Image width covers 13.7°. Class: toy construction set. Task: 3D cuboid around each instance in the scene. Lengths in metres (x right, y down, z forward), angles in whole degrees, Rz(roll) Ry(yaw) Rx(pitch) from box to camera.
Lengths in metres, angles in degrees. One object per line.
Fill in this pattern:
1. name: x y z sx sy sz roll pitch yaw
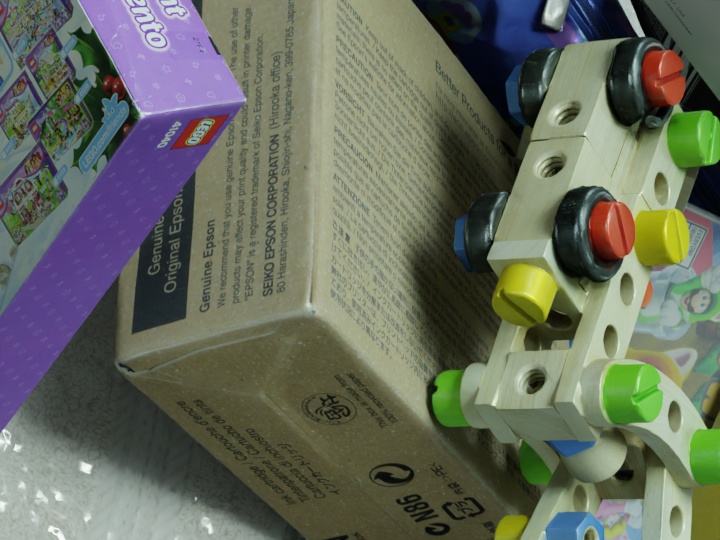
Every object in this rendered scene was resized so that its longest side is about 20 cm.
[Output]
1. toy construction set: 0.081 0.003 0.965 0.131 0.092 0.200 54 30 -39

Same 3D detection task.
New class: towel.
1. towel: -0.086 0.075 0.963 0.133 0.034 0.200 32 49 -27

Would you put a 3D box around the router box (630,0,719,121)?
1. router box: 0.199 -0.067 1.102 0.200 0.052 0.157 25 20 -16

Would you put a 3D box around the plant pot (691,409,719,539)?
1. plant pot: 0.250 0.108 1.085 0.200 0.176 0.200 18 99 -35

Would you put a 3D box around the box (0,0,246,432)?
1. box: -0.120 -0.040 0.857 0.039 0.200 0.137 -11 63 -41

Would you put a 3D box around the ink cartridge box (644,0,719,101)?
1. ink cartridge box: 0.146 -0.153 0.917 0.084 0.176 0.200 -38 92 -38

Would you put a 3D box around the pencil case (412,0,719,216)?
1. pencil case: 0.097 -0.048 1.161 0.078 0.087 0.200 -31 89 -22

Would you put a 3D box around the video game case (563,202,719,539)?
1. video game case: 0.146 0.063 1.128 0.200 0.018 0.143 22 96 -33

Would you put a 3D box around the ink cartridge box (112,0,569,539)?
1. ink cartridge box: 0.000 0.000 0.995 0.200 0.075 0.165 48 34 -48
